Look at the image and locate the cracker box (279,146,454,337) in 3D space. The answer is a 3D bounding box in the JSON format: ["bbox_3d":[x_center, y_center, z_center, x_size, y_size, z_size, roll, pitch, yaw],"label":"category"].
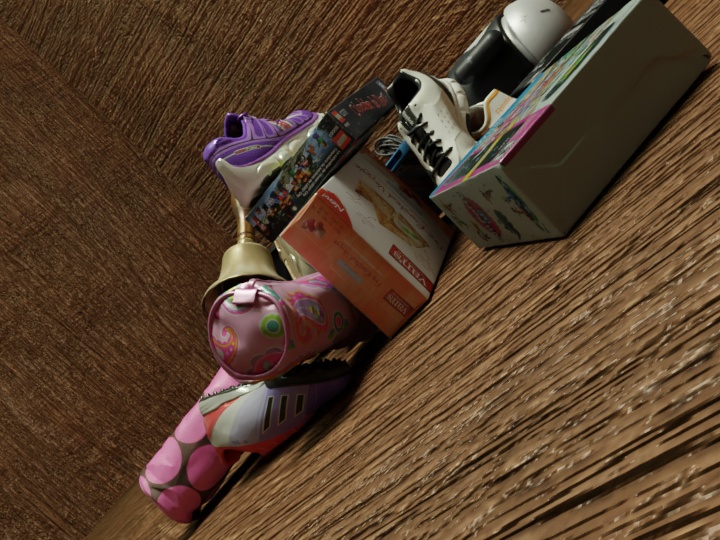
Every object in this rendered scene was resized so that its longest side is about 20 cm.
[{"bbox_3d":[0.015,-0.036,0.805,0.058,0.134,0.200,-45,5,24],"label":"cracker box"}]

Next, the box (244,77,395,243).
[{"bbox_3d":[-0.033,-0.118,0.857,0.137,0.038,0.200,-48,4,26],"label":"box"}]

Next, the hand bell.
[{"bbox_3d":[-0.129,-0.040,0.941,0.104,0.103,0.202,-44,41,36],"label":"hand bell"}]

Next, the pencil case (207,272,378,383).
[{"bbox_3d":[-0.051,0.040,0.747,0.087,0.088,0.199,-45,-13,23],"label":"pencil case"}]

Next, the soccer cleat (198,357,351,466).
[{"bbox_3d":[-0.076,0.131,0.776,0.199,0.074,0.068,-22,-9,41],"label":"soccer cleat"}]

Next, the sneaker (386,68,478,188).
[{"bbox_3d":[0.076,-0.122,0.826,0.074,0.079,0.201,-51,40,33],"label":"sneaker"}]

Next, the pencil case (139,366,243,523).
[{"bbox_3d":[-0.145,0.169,0.895,0.201,0.091,0.094,-50,-2,-8],"label":"pencil case"}]

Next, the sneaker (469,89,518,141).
[{"bbox_3d":[0.128,-0.132,0.925,0.079,0.079,0.200,-50,3,-30],"label":"sneaker"}]

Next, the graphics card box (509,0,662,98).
[{"bbox_3d":[0.259,-0.259,0.931,0.200,0.051,0.125,-47,5,2],"label":"graphics card box"}]

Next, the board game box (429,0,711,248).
[{"bbox_3d":[0.136,-0.093,0.596,0.148,0.064,0.200,-48,3,-6],"label":"board game box"}]

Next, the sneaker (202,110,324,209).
[{"bbox_3d":[-0.097,-0.138,0.865,0.081,0.083,0.200,-48,3,26],"label":"sneaker"}]

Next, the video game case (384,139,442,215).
[{"bbox_3d":[0.076,-0.109,1.017,0.142,0.018,0.200,-3,-34,-40],"label":"video game case"}]

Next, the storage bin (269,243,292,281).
[{"bbox_3d":[-0.048,-0.001,1.093,0.200,0.135,0.094,-50,5,-32],"label":"storage bin"}]

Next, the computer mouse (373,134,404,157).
[{"bbox_3d":[0.069,-0.092,1.207,0.046,0.139,0.203,17,-97,-54],"label":"computer mouse"}]

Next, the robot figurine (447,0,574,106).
[{"bbox_3d":[0.192,-0.259,1.089,0.200,0.124,0.151,-45,12,33],"label":"robot figurine"}]

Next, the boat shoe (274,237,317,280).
[{"bbox_3d":[-0.072,-0.032,0.969,0.200,0.070,0.065,-119,46,-62],"label":"boat shoe"}]
